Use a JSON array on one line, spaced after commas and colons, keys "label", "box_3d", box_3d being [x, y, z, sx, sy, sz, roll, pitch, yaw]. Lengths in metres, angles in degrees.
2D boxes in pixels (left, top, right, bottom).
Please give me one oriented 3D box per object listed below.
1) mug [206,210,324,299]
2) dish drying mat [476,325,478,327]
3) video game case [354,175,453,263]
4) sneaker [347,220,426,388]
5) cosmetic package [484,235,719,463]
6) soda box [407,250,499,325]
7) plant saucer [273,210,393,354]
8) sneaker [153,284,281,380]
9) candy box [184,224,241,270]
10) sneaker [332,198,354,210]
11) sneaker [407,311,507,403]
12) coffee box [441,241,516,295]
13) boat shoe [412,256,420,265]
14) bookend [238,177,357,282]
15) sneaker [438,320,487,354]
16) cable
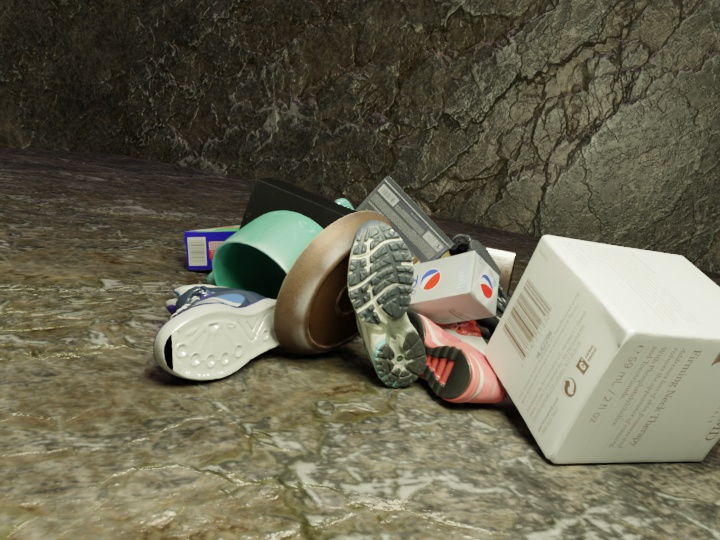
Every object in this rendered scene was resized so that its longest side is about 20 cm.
[{"label": "mug", "box_3d": [-0.111, -0.008, 0.842, 0.185, 0.152, 0.114, 28, 45, 20]}, {"label": "dish drying mat", "box_3d": [0.159, 0.080, 1.082, 0.077, 0.018, 0.200, 9, 11, 3]}, {"label": "video game case", "box_3d": [0.035, -0.037, 1.016, 0.143, 0.200, 0.019, 46, 44, 0]}, {"label": "sneaker", "box_3d": [0.015, 0.035, 0.736, 0.077, 0.201, 0.086, -17, 24, -17]}, {"label": "cosmetic package", "box_3d": [0.274, 0.083, 0.672, 0.199, 0.168, 0.166, 6, 31, -21]}, {"label": "soda box", "box_3d": [0.085, 0.035, 0.874, 0.200, 0.064, 0.068, -13, -39, 38]}, {"label": "plant saucer", "box_3d": [-0.018, 0.024, 0.771, 0.032, 0.201, 0.200, 35, 24, 32]}, {"label": "sneaker", "box_3d": [-0.191, 0.064, 0.732, 0.146, 0.081, 0.200, 7, 11, 31]}, {"label": "candy box", "box_3d": [-0.197, -0.046, 1.190, 0.169, 0.077, 0.200, 0, 6, 19]}, {"label": "sneaker", "box_3d": [-0.057, -0.081, 1.248, 0.077, 0.200, 0.091, -4, 56, -17]}, {"label": "sneaker", "box_3d": [0.105, 0.114, 0.786, 0.087, 0.074, 0.200, 22, 7, -27]}, {"label": "coffee box", "box_3d": [0.185, 0.004, 1.217, 0.199, 0.113, 0.080, 13, -1, 13]}, {"label": "boat shoe", "box_3d": [0.000, 0.000, 1.005, 0.200, 0.072, 0.072, -15, 12, 38]}, {"label": "bookend", "box_3d": [-0.084, -0.010, 0.952, 0.200, 0.199, 0.092, 22, 12, 7]}, {"label": "sneaker", "box_3d": [0.130, 0.060, 0.911, 0.067, 0.108, 0.201, 11, 9, -28]}, {"label": "cable", "box_3d": [0.189, 0.047, 0.979, 0.051, 0.200, 0.163, -26, -23, -9]}]
